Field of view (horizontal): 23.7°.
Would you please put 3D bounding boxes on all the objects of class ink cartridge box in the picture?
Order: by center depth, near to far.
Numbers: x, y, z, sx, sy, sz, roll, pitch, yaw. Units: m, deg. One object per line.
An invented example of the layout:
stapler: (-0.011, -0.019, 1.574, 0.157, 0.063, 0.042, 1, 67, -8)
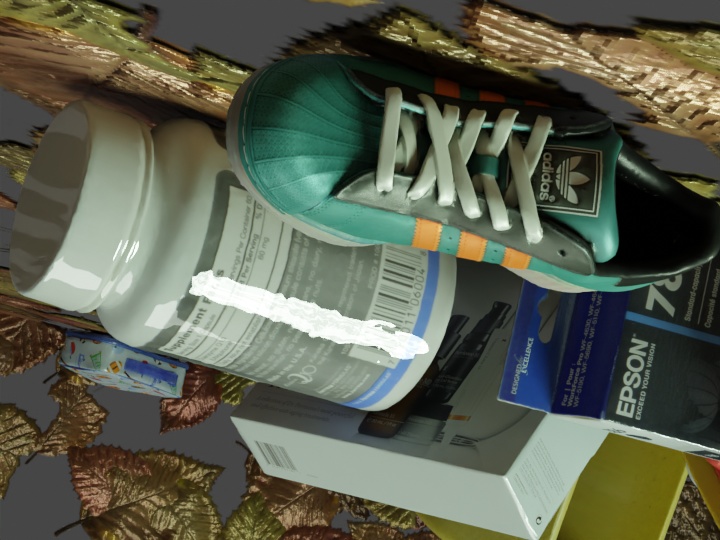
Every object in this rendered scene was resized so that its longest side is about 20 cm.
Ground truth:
ink cartridge box: (0.170, 0.038, 0.809, 0.198, 0.101, 0.039, 14, 172, -8)

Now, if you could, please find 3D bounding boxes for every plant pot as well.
plant pot: (0.146, 0.163, 1.480, 0.199, 0.196, 0.195, 19, 178, 37)

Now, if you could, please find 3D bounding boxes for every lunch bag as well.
lunch bag: (-0.382, 0.154, 2.812, 0.159, 0.076, 0.199, 3, 166, 46)

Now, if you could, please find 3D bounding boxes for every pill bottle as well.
pill bottle: (-0.062, -0.008, 0.843, 0.198, 0.115, 0.113, 18, 172, -26)

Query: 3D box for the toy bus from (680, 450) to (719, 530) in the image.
toy bus: (0.244, 0.119, 0.902, 0.135, 0.201, 0.192, -36, 140, 19)

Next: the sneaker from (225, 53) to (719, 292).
sneaker: (0.049, -0.037, 0.623, 0.199, 0.072, 0.080, 13, 170, -35)

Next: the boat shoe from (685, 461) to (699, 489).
boat shoe: (0.301, 0.109, 1.057, 0.198, 0.073, 0.072, -6, 176, 16)

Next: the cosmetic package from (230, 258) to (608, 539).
cosmetic package: (0.047, 0.056, 0.925, 0.199, 0.151, 0.052, 6, 135, 43)
